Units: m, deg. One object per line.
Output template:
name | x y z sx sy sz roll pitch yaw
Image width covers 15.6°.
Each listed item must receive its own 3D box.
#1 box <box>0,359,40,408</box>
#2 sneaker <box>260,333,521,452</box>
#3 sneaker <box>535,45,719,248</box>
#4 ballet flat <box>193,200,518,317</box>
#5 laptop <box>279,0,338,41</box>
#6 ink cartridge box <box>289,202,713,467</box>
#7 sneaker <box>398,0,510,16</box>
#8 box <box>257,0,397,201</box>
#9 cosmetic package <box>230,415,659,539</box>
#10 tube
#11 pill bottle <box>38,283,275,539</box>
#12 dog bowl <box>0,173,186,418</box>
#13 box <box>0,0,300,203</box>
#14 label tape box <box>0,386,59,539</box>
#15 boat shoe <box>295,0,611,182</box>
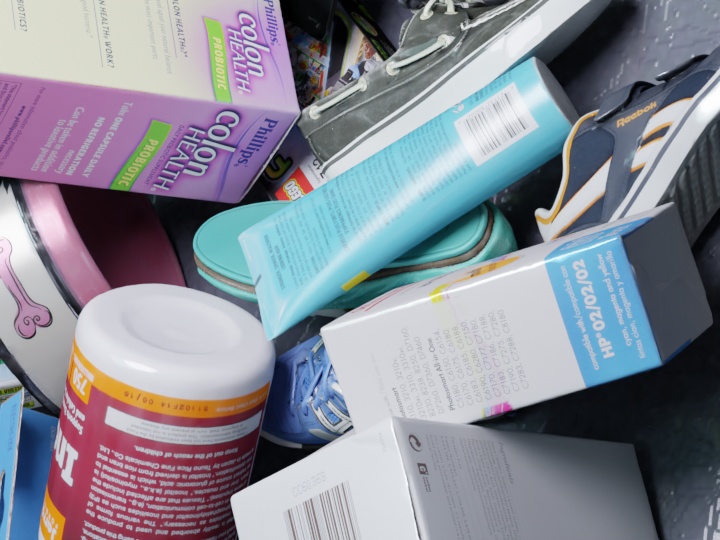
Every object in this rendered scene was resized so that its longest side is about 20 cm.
box | -0.250 0.001 1.682 0.035 0.110 0.200 94 160 -55
sneaker | 0.002 0.053 1.447 0.200 0.077 0.076 -17 65 42
sneaker | 0.160 -0.070 1.342 0.200 0.078 0.079 -50 53 20
ballet flat | 0.000 0.000 1.467 0.200 0.070 0.067 -3 53 31
laptop | 0.004 -0.252 1.566 0.200 0.103 0.177 -32 36 -15
ink cartridge box | 0.060 0.033 1.290 0.200 0.115 0.068 -18 92 22
sneaker | 0.098 -0.196 1.456 0.200 0.078 0.080 -12 58 41
box | -0.038 -0.119 1.580 0.110 0.035 0.200 -50 47 17
cosmetic package | 0.047 0.132 1.283 0.113 0.200 0.081 -29 64 35
tube | 0.023 -0.041 1.405 0.200 0.050 0.077 -31 43 14
pill bottle | -0.119 0.118 1.482 0.113 0.113 0.200 39 124 45
dog bowl | -0.172 -0.010 1.565 0.074 0.200 0.200 -27 56 14
box | -0.154 -0.145 1.502 0.097 0.200 0.176 127 140 -48
label tape box | -0.214 0.163 1.576 0.200 0.063 0.144 -29 54 59
boat shoe | 0.048 -0.117 1.442 0.200 0.071 0.064 -34 83 21
